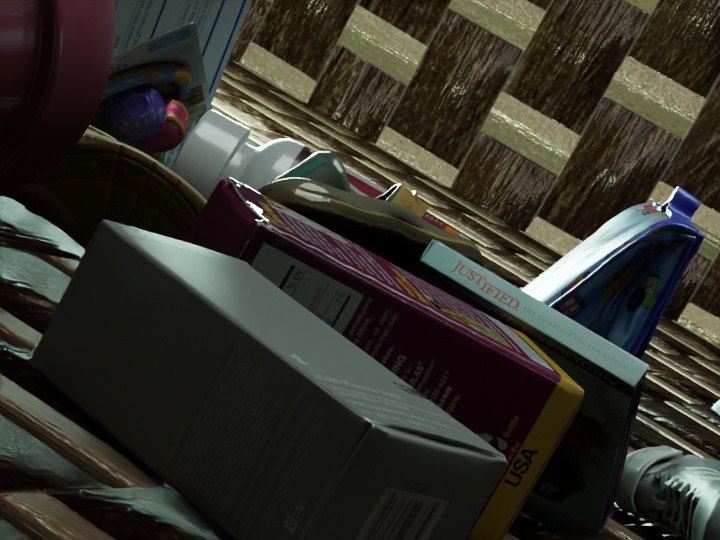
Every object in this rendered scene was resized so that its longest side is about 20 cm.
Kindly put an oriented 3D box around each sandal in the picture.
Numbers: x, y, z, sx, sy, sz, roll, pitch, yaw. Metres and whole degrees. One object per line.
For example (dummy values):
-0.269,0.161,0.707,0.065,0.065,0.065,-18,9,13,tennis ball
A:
0.004,-0.025,1.538,0.200,0.080,0.054,25,48,-50,sandal

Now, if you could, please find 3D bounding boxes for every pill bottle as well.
-0.035,-0.019,1.760,0.200,0.110,0.110,29,6,1,pill bottle

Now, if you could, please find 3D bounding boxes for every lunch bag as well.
0.147,0.024,1.732,0.094,0.200,0.151,39,4,-3,lunch bag

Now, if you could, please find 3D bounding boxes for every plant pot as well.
-0.258,-0.132,1.391,0.200,0.200,0.179,32,23,26,plant pot

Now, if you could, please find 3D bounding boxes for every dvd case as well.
0.094,0.071,1.568,0.146,0.022,0.200,31,-27,15,dvd case

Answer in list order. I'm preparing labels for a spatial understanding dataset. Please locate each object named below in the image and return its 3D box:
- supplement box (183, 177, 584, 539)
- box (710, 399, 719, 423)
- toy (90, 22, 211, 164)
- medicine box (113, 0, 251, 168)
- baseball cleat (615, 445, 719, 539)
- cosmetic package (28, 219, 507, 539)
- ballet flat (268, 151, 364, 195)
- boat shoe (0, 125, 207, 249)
-0.002,0.048,1.405,0.200,0.103,0.131,28,6,-16,supplement box
0.331,0.173,1.785,0.200,0.050,0.158,54,-3,-21,box
-0.147,-0.093,1.723,0.200,0.115,0.047,96,-30,-79,toy
-0.195,-0.179,1.859,0.200,0.182,0.103,16,13,-29,medicine box
0.212,0.159,1.722,0.106,0.070,0.200,11,4,11,baseball cleat
-0.045,0.063,1.191,0.200,0.090,0.107,38,13,38,cosmetic package
0.000,0.000,1.642,0.067,0.064,0.200,42,-12,39,ballet flat
-0.176,-0.061,1.632,0.200,0.074,0.069,28,12,-8,boat shoe
